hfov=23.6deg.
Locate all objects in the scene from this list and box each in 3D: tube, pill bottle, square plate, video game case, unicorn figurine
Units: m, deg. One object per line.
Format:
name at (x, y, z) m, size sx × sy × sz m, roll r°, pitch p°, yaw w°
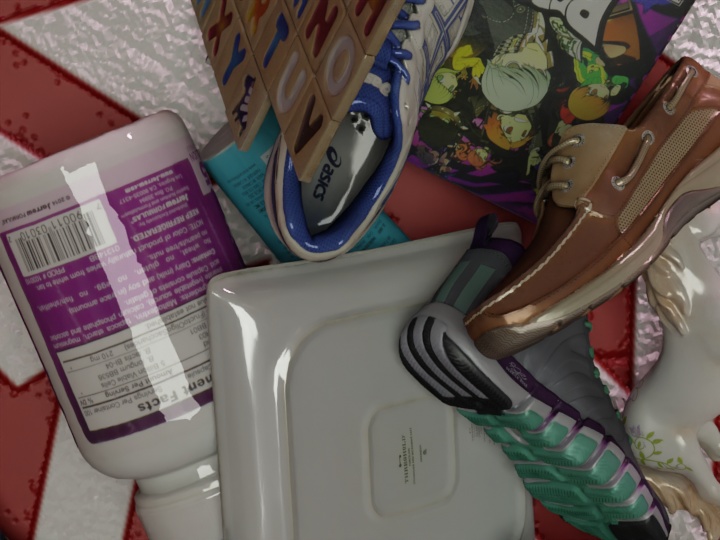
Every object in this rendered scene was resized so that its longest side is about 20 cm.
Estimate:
tube at (0.000, 0.000, 0.887) m, size 0.077 × 0.050 × 0.200 m, roll -41°, pitch 107°, yaw -1°
pill bottle at (-0.102, 0.032, 0.847) m, size 0.112 × 0.112 × 0.200 m, roll -22°, pitch 98°, yaw -3°
square plate at (0.017, 0.087, 0.852) m, size 0.198 × 0.028 × 0.200 m, roll -11°, pitch 103°, yaw -37°
video game case at (0.049, -0.135, 0.844) m, size 0.200 × 0.036 × 0.181 m, roll 26°, pitch 123°, yaw -8°
unicorn figurine at (0.185, 0.045, 0.884) m, size 0.137 × 0.074 × 0.200 m, roll 27°, pitch 106°, yaw 4°

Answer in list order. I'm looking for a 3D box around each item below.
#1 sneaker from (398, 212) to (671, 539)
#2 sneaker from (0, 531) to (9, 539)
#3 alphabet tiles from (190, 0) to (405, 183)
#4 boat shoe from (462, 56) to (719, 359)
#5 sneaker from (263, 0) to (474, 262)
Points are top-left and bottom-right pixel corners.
sneaker at (0.107, 0.061, 0.857) m, size 0.200 × 0.074 × 0.088 m, roll 46°, pitch 63°, yaw -33°
sneaker at (-0.201, 0.176, 0.881) m, size 0.077 × 0.076 × 0.200 m, roll -33°, pitch 99°, yaw 21°
alphabet tiles at (-0.027, -0.137, 0.772) m, size 0.008 × 0.200 × 0.167 m, roll 12°, pitch 125°, yaw -27°
boat shoe at (0.112, -0.032, 0.805) m, size 0.200 × 0.076 × 0.072 m, roll -39°, pitch 89°, yaw -32°
sneaker at (0.010, -0.096, 0.776) m, size 0.075 × 0.088 × 0.200 m, roll 14°, pitch 102°, yaw -6°
